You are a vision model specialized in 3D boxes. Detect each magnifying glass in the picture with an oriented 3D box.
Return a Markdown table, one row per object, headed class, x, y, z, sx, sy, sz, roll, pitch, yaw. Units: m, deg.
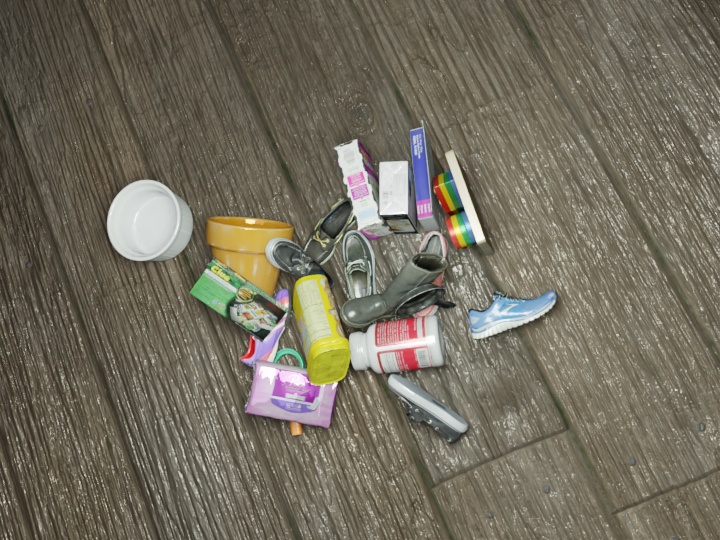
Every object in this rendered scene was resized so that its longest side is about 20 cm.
| class | x | y | z | sx | sy | sz | roll | pitch | yaw |
| --- | --- | --- | --- | --- | --- | --- | --- | --- | --- |
| magnifying glass | -0.163 | 0.284 | 1.451 | 0.079 | 0.022 | 0.201 | -11 | 81 | 11 |

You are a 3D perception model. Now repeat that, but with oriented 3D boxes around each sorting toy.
| class | x | y | z | sx | sy | sz | roll | pitch | yaw |
| --- | --- | --- | --- | --- | --- | --- | --- | --- | --- |
| sorting toy | 0.214 | -0.130 | 1.323 | 0.069 | 0.199 | 0.201 | -20 | 79 | 14 |

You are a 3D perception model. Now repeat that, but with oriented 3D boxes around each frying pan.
| class | x | y | z | sx | sy | sz | roll | pitch | yaw |
| --- | --- | --- | --- | --- | --- | --- | --- | --- | --- |
| frying pan | 0.153 | 0.056 | 1.309 | 0.115 | 0.189 | 0.031 | -52 | 56 | 49 |

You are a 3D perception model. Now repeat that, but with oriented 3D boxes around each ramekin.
| class | x | y | z | sx | sy | sz | roll | pitch | yaw |
| --- | --- | --- | --- | --- | --- | --- | --- | --- | --- |
| ramekin | -0.521 | -0.117 | 1.547 | 0.199 | 0.098 | 0.202 | -2 | 82 | 14 |

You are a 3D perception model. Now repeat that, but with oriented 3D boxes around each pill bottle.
| class | x | y | z | sx | sy | sz | roll | pitch | yaw |
| --- | --- | --- | --- | --- | --- | --- | --- | --- | --- |
| pill bottle | 0.081 | 0.167 | 1.361 | 0.199 | 0.112 | 0.113 | -9 | 81 | 12 |

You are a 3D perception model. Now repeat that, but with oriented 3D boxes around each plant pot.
| class | x | y | z | sx | sy | sz | roll | pitch | yaw |
| --- | --- | --- | --- | --- | --- | --- | --- | --- | --- |
| plant pot | -0.262 | -0.021 | 1.436 | 0.199 | 0.200 | 0.184 | 9 | 100 | 14 |

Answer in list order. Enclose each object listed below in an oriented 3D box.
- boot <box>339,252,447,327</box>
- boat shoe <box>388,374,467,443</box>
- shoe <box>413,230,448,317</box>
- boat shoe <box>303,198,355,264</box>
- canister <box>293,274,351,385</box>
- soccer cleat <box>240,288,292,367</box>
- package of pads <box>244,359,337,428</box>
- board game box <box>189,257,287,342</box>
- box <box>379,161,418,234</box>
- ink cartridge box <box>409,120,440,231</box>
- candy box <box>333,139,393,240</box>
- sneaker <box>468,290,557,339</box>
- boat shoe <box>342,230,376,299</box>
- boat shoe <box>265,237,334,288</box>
| class | x | y | z | sx | sy | sz | roll | pitch | yaw |
| --- | --- | --- | --- | --- | --- | --- | --- | --- | --- |
| boot | 0.069 | 0.042 | 1.302 | 0.200 | 0.181 | 0.073 | -44 | 66 | 51 |
| boat shoe | 0.135 | 0.305 | 1.338 | 0.199 | 0.070 | 0.066 | 34 | 98 | -4 |
| shoe | 0.149 | 0.012 | 1.374 | 0.071 | 0.091 | 0.201 | 13 | 86 | 15 |
| boat shoe | -0.078 | -0.089 | 1.457 | 0.072 | 0.061 | 0.201 | 39 | 93 | 15 |
| canister | -0.090 | 0.128 | 1.360 | 0.086 | 0.149 | 0.201 | -8 | 54 | -16 |
| soccer cleat | -0.218 | 0.134 | 1.448 | 0.073 | 0.068 | 0.201 | 19 | 90 | -28 |
| package of pads | -0.155 | 0.278 | 1.397 | 0.199 | 0.076 | 0.121 | 11 | 86 | -4 |
| board game box | -0.271 | 0.067 | 1.374 | 0.200 | 0.023 | 0.105 | 37 | 115 | -12 |
| box | 0.088 | -0.156 | 1.355 | 0.060 | 0.200 | 0.117 | -1 | 81 | 12 |
| ink cartridge box | 0.138 | -0.200 | 1.348 | 0.043 | 0.200 | 0.198 | -6 | 81 | 12 |
| candy box | 0.009 | -0.181 | 1.409 | 0.061 | 0.136 | 0.201 | -19 | 78 | 12 |
| sneaker | 0.326 | 0.080 | 1.331 | 0.199 | 0.079 | 0.090 | -21 | 81 | 10 |
| boat shoe | 0.000 | 0.000 | 1.422 | 0.072 | 0.071 | 0.201 | -16 | 80 | 11 |
| boat shoe | -0.129 | -0.009 | 1.388 | 0.066 | 0.200 | 0.070 | 16 | 70 | 43 |
